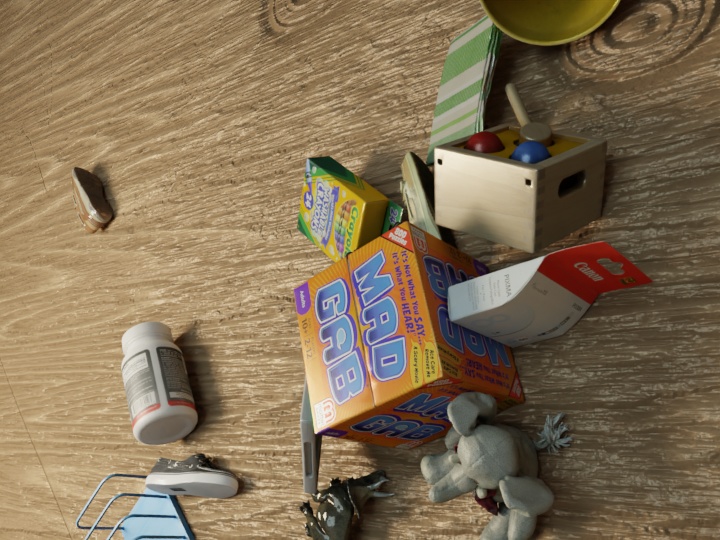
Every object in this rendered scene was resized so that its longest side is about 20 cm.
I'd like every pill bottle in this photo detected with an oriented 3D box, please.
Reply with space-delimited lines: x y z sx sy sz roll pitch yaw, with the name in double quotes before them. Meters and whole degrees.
"pill bottle" -0.371 0.202 1.383 0.115 0.115 0.202 -40 53 23

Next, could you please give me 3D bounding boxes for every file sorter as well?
"file sorter" -0.386 0.467 1.302 0.140 0.122 0.200 -54 49 12

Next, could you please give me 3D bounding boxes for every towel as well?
"towel" 0.153 -0.264 1.115 0.152 0.023 0.204 170 112 -67

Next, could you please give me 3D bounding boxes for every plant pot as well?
"plant pot" 0.258 -0.433 1.024 0.198 0.200 0.144 -21 36 33

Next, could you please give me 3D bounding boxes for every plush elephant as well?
"plush elephant" 0.147 0.234 0.893 0.200 0.154 0.166 -45 55 18

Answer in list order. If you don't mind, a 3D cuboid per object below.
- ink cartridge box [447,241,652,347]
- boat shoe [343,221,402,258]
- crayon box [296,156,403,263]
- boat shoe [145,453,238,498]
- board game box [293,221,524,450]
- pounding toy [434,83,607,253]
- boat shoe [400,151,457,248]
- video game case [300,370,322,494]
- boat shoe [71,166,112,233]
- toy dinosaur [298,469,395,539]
"ink cartridge box" 0.225 0.035 0.893 0.197 0.159 0.048 -18 62 35
"boat shoe" 0.000 0.000 1.109 0.066 0.072 0.202 41 122 8
"crayon box" -0.022 -0.081 1.188 0.199 0.051 0.128 39 128 41
"boat shoe" -0.283 0.345 1.297 0.197 0.070 0.067 -12 49 34
"board game box" 0.060 0.096 0.988 0.198 0.198 0.203 -29 58 29
"pounding toy" 0.203 -0.139 0.965 0.182 0.198 0.145 21 124 42
"boat shoe" 0.089 -0.080 1.113 0.062 0.073 0.204 -27 67 25
"video game case" -0.063 0.176 1.065 0.021 0.184 0.203 3 46 1
"boat shoe" -0.642 -0.165 1.771 0.072 0.075 0.201 -49 49 19
"toy dinosaur" -0.043 0.357 1.075 0.102 0.076 0.203 29 91 56
